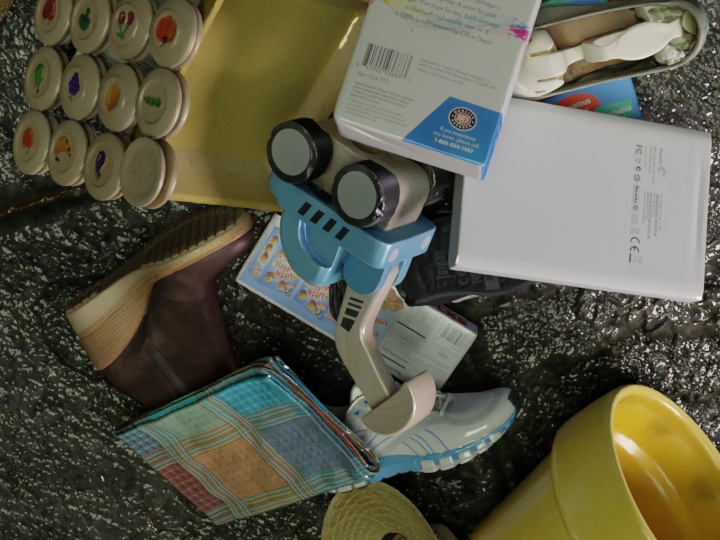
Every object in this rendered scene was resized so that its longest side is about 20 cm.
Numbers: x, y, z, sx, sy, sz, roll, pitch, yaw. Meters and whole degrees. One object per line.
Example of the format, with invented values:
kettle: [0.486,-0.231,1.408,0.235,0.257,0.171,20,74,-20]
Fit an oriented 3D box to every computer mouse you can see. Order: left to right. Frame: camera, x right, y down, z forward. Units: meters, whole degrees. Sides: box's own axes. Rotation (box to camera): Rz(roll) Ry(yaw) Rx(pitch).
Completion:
computer mouse: [0.057,-0.037,1.199,0.199,0.046,0.142,-16,86,25]

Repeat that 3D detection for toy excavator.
toy excavator: [0.000,0.000,1.161,0.194,0.100,0.201,34,120,22]

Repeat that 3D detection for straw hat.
straw hat: [0.054,0.272,1.311,0.085,0.200,0.203,-10,115,-36]

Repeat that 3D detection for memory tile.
memory tile: [-0.192,-0.132,1.104,0.199,0.017,0.155,16,97,43]

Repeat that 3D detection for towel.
towel: [-0.097,0.151,1.261,0.199,0.022,0.147,-25,120,37]

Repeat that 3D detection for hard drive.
hard drive: [0.168,-0.054,1.134,0.198,0.026,0.133,8,81,-14]

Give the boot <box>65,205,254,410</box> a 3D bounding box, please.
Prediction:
boot: [-0.130,0.048,1.259,0.199,0.073,0.167,-30,114,22]

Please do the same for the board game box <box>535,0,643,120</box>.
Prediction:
board game box: [0.148,-0.113,1.194,0.151,0.045,0.201,-18,106,10]

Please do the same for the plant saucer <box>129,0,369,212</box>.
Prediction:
plant saucer: [-0.079,-0.144,1.146,0.048,0.199,0.201,48,117,32]

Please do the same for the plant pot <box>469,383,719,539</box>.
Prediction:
plant pot: [0.198,0.226,1.241,0.188,0.201,0.201,-36,104,30]

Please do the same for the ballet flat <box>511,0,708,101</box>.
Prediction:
ballet flat: [0.161,-0.165,1.117,0.198,0.064,0.068,-13,107,9]

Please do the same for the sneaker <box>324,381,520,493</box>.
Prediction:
sneaker: [0.035,0.122,1.254,0.199,0.075,0.087,-19,104,23]

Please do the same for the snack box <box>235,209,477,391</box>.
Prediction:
snack box: [-0.003,0.028,1.264,0.199,0.024,0.072,31,110,-7]

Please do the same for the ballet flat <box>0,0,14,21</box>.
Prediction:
ballet flat: [-0.291,-0.280,1.154,0.070,0.065,0.202,12,110,0]

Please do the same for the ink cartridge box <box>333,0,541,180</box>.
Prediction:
ink cartridge box: [0.066,-0.180,1.078,0.115,0.067,0.202,18,85,6]

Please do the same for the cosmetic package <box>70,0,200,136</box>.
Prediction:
cosmetic package: [-0.139,-0.203,1.167,0.105,0.071,0.200,35,108,-9]
